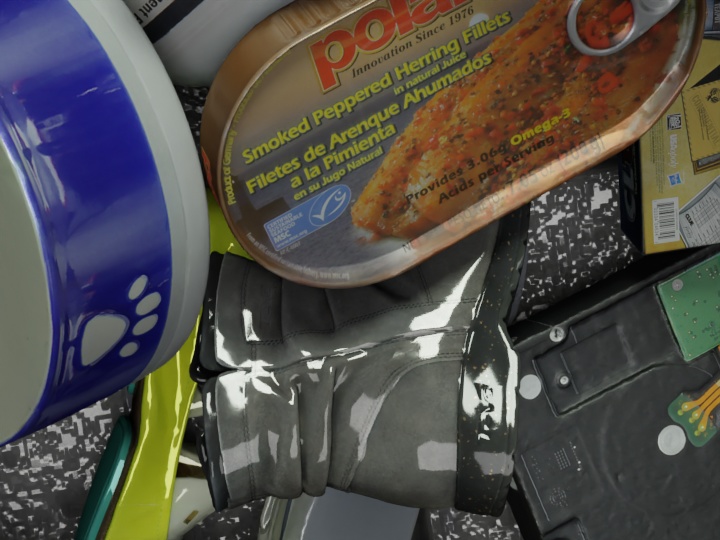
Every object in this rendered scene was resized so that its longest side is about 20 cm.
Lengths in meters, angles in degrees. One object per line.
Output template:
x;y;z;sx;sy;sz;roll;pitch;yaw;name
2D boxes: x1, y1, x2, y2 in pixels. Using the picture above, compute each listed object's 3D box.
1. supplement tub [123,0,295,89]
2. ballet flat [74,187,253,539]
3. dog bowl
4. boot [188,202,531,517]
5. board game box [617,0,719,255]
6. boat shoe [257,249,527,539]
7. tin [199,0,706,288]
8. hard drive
-0.067;-0.163;0.893;0.140;0.140;0.200;-43;101;6;supplement tub
-0.078;0.064;0.980;0.067;0.067;0.201;12;99;-8;ballet flat
-0.154;-0.034;0.886;0.079;0.200;0.201;-29;106;-39;dog bowl
0.000;0.000;0.908;0.131;0.070;0.200;4;63;2;boot
0.169;-0.113;0.912;0.135;0.035;0.201;-8;111;-8;board game box
0.006;0.045;0.978;0.074;0.065;0.200;34;74;-27;boat shoe
0.034;-0.072;0.848;0.200;0.042;0.112;-29;129;-5;tin
0.152;0.057;0.981;0.200;0.038;0.140;-27;103;-13;hard drive
